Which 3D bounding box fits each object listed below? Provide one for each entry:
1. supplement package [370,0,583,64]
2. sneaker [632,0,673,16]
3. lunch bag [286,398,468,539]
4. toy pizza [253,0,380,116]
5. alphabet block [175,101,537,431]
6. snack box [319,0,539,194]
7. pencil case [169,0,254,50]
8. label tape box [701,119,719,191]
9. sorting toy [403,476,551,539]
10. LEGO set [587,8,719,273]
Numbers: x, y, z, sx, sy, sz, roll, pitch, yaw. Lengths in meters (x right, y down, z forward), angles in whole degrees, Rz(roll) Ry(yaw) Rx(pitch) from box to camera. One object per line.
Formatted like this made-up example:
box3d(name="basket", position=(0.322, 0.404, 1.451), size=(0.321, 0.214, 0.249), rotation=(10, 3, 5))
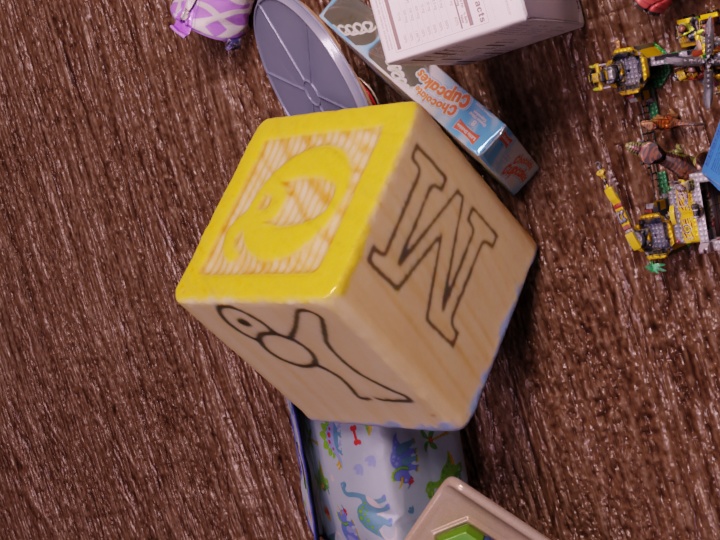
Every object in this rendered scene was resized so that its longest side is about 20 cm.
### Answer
box3d(name="supplement package", position=(0.081, -0.247, 1.115), size=(0.110, 0.200, 0.157), rotation=(-15, 92, 21))
box3d(name="sneaker", position=(0.199, -0.296, 1.116), size=(0.082, 0.078, 0.201), rotation=(-38, 79, 27))
box3d(name="lunch bag", position=(0.000, 0.182, 1.399), size=(0.199, 0.127, 0.172), rotation=(7, 110, 53))
box3d(name="toy pizza", position=(-0.033, -0.169, 1.337), size=(0.201, 0.032, 0.201), rotation=(51, 161, 24))
box3d(name="alphabet block", position=(0.000, 0.000, 1.236), size=(0.194, 0.198, 0.200), rotation=(-2, 144, 41))
box3d(name="snack box", position=(0.059, -0.152, 1.246), size=(0.037, 0.116, 0.200), rotation=(-48, 66, 4))
box3d(name="pencil case", position=(-0.129, -0.317, 1.390), size=(0.084, 0.085, 0.201), rotation=(35, 123, 31))
box3d(name="label tape box", position=(0.353, -0.099, 0.993), size=(0.198, 0.063, 0.145), rotation=(16, 105, -6))
box3d(name="sorting toy", position=(0.107, 0.300, 1.281), size=(0.184, 0.037, 0.201), rotation=(33, 118, 3))
box3d(name="LEGO set", position=(0.237, -0.090, 1.099), size=(0.153, 0.115, 0.202), rotation=(6, 106, 41))
